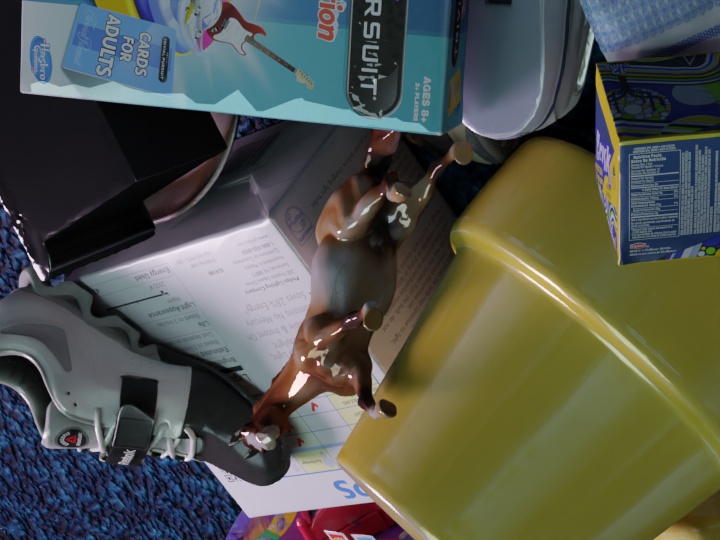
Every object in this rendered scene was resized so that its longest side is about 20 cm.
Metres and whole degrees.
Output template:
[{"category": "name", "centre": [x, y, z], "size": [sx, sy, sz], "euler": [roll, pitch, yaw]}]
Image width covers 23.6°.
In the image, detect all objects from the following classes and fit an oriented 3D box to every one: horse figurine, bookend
[{"category": "horse figurine", "centre": [0.000, 0.000, 0.858], "size": [0.050, 0.201, 0.132], "euler": [19, 168, -17]}, {"category": "bookend", "centre": [-0.123, -0.130, 0.887], "size": [0.200, 0.092, 0.199], "euler": [-28, 89, 39]}]

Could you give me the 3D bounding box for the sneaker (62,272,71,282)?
[{"category": "sneaker", "centre": [-0.133, 0.075, 1.134], "size": [0.080, 0.147, 0.201], "euler": [5, 132, 34]}]

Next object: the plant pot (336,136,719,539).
[{"category": "plant pot", "centre": [0.096, 0.068, 0.860], "size": [0.201, 0.189, 0.201], "euler": [42, 173, 6]}]

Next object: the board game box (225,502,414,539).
[{"category": "board game box", "centre": [-0.010, 0.137, 1.095], "size": [0.199, 0.158, 0.039], "euler": [-5, 126, 41]}]

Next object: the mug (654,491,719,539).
[{"category": "mug", "centre": [0.177, 0.188, 0.957], "size": [0.186, 0.149, 0.154], "euler": [-26, 73, 42]}]

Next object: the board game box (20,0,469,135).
[{"category": "board game box", "centre": [-0.050, -0.147, 0.766], "size": [0.199, 0.047, 0.152], "euler": [7, 104, 14]}]

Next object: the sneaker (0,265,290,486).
[{"category": "sneaker", "centre": [-0.138, 0.084, 0.996], "size": [0.199, 0.089, 0.074], "euler": [28, 140, 10]}]

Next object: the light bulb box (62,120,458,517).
[{"category": "light bulb box", "centre": [-0.032, 0.028, 1.027], "size": [0.198, 0.125, 0.200], "euler": [-14, 120, 44]}]

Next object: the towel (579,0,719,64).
[{"category": "towel", "centre": [0.174, -0.118, 0.746], "size": [0.146, 0.024, 0.200], "euler": [-22, 121, 10]}]

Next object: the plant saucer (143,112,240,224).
[{"category": "plant saucer", "centre": [-0.140, -0.125, 0.986], "size": [0.200, 0.034, 0.201], "euler": [13, 115, 30]}]

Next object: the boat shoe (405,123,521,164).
[{"category": "boat shoe", "centre": [0.012, -0.132, 0.872], "size": [0.073, 0.075, 0.200], "euler": [-7, 123, 41]}]

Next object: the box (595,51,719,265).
[{"category": "box", "centre": [0.203, -0.055, 0.734], "size": [0.199, 0.070, 0.064], "euler": [-5, 126, 1]}]

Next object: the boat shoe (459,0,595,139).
[{"category": "boat shoe", "centre": [0.092, -0.163, 0.784], "size": [0.074, 0.086, 0.203], "euler": [13, 107, 34]}]
